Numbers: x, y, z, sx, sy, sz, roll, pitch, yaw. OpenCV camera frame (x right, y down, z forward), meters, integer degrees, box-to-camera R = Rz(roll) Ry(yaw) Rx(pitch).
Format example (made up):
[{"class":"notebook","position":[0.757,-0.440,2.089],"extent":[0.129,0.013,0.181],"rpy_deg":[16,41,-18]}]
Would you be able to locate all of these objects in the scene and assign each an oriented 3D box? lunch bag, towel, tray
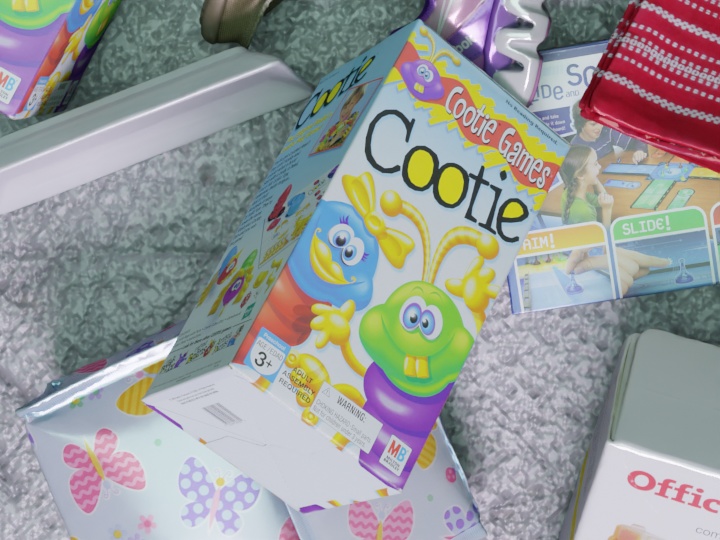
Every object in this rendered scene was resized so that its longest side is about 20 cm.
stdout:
[{"class":"lunch bag","position":[-0.054,0.101,0.999],"extent":[0.198,0.127,0.171],"rpy_deg":[-22,94,1]},{"class":"towel","position":[0.205,-0.127,0.916],"extent":[0.144,0.023,0.201],"rpy_deg":[23,69,12]},{"class":"tray","position":[-0.125,-0.073,0.995],"extent":[0.198,0.107,0.022],"rpy_deg":[-20,85,7]}]

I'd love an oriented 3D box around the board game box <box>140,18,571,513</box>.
[{"class":"board game box","position":[0.000,0.000,0.918],"extent":[0.103,0.105,0.201],"rpy_deg":[36,64,-18]}]

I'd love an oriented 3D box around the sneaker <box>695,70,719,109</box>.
[{"class":"sneaker","position":[0.242,-0.086,0.947],"extent":[0.198,0.076,0.089],"rpy_deg":[12,80,1]}]

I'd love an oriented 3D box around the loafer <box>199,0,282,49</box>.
[{"class":"loafer","position":[-0.009,-0.188,0.984],"extent":[0.067,0.076,0.200],"rpy_deg":[37,102,-8]}]

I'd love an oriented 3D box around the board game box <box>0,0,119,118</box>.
[{"class":"board game box","position":[-0.160,-0.192,0.978],"extent":[0.102,0.105,0.201],"rpy_deg":[30,99,1]}]

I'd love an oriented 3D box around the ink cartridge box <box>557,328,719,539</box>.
[{"class":"ink cartridge box","position":[0.172,0.143,0.952],"extent":[0.144,0.084,0.201],"rpy_deg":[15,131,5]}]

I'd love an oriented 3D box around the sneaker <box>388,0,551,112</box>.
[{"class":"sneaker","position":[0.060,-0.179,0.939],"extent":[0.088,0.080,0.202],"rpy_deg":[11,99,4]}]

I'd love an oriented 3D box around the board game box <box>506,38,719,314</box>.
[{"class":"board game box","position":[0.167,-0.059,1.001],"extent":[0.198,0.034,0.137],"rpy_deg":[-8,95,6]}]
